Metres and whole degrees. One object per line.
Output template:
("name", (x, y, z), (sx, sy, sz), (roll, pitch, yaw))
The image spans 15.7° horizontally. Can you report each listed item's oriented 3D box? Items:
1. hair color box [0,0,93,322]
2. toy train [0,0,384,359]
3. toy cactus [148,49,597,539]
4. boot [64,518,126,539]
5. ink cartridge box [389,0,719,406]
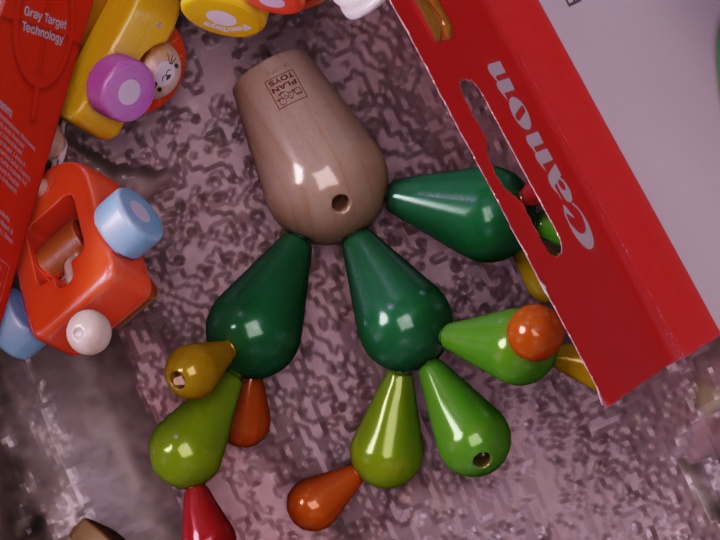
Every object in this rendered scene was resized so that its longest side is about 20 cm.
("hair color box", (-0.159, -0.052, 0.888), (0.101, 0.061, 0.201), (7, 72, 22))
("toy train", (-0.053, -0.060, 0.898), (0.200, 0.055, 0.151), (-43, 45, 18))
("toy cactus", (0.000, 0.000, 0.916), (0.199, 0.102, 0.166), (-30, 77, 5))
("boot", (-0.080, 0.208, 0.901), (0.155, 0.072, 0.200), (-43, 82, -4))
("ink cartridge box", (0.093, -0.055, 0.865), (0.050, 0.200, 0.162), (-30, 87, 24))
